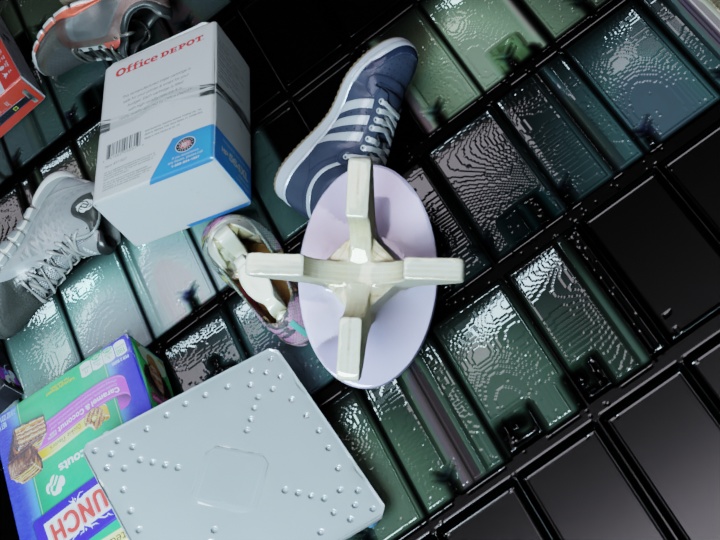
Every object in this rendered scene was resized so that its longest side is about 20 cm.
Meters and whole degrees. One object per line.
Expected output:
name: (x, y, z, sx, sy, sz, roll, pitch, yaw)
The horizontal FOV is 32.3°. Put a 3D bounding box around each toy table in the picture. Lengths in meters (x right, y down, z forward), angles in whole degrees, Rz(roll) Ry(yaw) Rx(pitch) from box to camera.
toy table: (0.000, 0.000, 1.081, 0.182, 0.117, 0.201, -10, 82, 5)

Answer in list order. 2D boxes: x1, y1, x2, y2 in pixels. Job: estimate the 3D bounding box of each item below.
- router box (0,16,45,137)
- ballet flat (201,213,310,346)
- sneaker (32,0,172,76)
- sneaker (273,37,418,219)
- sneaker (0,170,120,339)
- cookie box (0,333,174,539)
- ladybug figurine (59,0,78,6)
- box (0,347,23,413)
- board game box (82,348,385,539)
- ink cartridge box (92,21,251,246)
router box: (-0.504, -0.226, 1.553, 0.179, 0.049, 0.200, -40, 53, 5)
ballet flat: (-0.106, -0.004, 1.207, 0.069, 0.071, 0.200, -44, 53, 3)
sneaker: (-0.302, -0.274, 1.454, 0.199, 0.077, 0.082, -32, 74, 23)
sneaker: (0.010, -0.124, 1.203, 0.200, 0.070, 0.108, -52, 48, 5)
sneaker: (-0.323, -0.014, 1.332, 0.115, 0.075, 0.201, 11, 70, 30)
cookie box: (-0.246, 0.192, 1.180, 0.171, 0.075, 0.201, -32, 55, 9)
ladybug figurine: (-0.290, -0.390, 1.475, 0.199, 0.072, 0.136, -29, 21, 18)
box: (-0.466, 0.110, 1.369, 0.143, 0.036, 0.200, -42, 52, 4)
board game box: (-0.112, 0.187, 1.081, 0.199, 0.026, 0.200, -27, 57, -17)
ink cartridge box: (-0.194, -0.145, 1.306, 0.145, 0.084, 0.201, -19, 50, 19)
